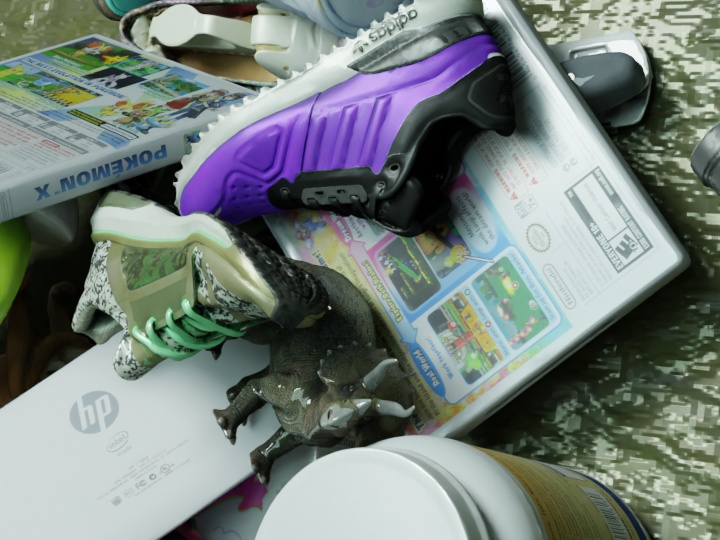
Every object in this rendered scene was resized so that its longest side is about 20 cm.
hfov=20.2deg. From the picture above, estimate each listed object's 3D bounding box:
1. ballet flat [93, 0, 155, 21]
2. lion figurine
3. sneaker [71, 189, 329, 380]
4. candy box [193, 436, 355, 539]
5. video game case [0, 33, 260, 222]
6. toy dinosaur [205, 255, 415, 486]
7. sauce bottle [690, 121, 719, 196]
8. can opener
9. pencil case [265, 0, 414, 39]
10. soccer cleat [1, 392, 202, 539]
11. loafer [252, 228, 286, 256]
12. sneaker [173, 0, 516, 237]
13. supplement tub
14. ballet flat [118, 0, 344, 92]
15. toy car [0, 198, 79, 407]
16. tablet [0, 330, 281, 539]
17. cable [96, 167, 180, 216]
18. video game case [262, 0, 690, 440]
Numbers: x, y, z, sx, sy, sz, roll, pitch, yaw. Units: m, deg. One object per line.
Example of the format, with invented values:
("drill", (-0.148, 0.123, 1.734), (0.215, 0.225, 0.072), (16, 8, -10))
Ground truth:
("ballet flat", (-0.127, -0.251, 1.278), (0.068, 0.068, 0.201), (19, 80, 44))
("lion figurine", (-0.230, 0.077, 1.268), (0.199, 0.072, 0.124), (-22, 67, 34))
("sneaker", (-0.086, 0.020, 1.016), (0.199, 0.077, 0.089), (14, 77, 58))
("candy box", (-0.075, 0.174, 1.140), (0.167, 0.071, 0.202), (-8, 75, 32))
("video game case", (-0.176, -0.084, 1.138), (0.199, 0.181, 0.022), (24, 128, 50))
("toy dinosaur", (-0.027, 0.044, 1.045), (0.102, 0.077, 0.201), (-27, 35, 6))
("sauce bottle", (0.234, 0.005, 0.984), (0.066, 0.066, 0.200), (-47, 60, 15))
("can opener", (0.063, -0.096, 1.113), (0.198, 0.067, 0.054), (-8, 75, 24))
("pencil case", (-0.049, -0.189, 1.134), (0.199, 0.090, 0.084), (26, 92, 49))
("soccer cleat", (-0.144, 0.152, 1.116), (0.200, 0.069, 0.087), (46, 121, 34))
("loafer", (0.000, 0.000, 1.129), (0.199, 0.073, 0.072), (-30, 63, 24))
("sneaker", (-0.006, -0.055, 1.041), (0.199, 0.069, 0.100), (-32, 75, 21))
("supplement tub", (0.049, 0.158, 0.987), (0.143, 0.199, 0.146), (-8, 75, 31))
("ballet flat", (-0.062, -0.136, 1.202), (0.198, 0.071, 0.070), (3, 80, 33))
("toy car", (-0.268, 0.000, 1.166), (0.199, 0.149, 0.176), (-5, 59, 59))
("tablet", (-0.131, 0.093, 1.086), (0.199, 0.014, 0.130), (-34, 54, -16))
("cable", (-0.133, -0.059, 1.175), (0.051, 0.096, 0.200), (-65, 30, 16))
("video game case", (0.048, -0.031, 1.065), (0.182, 0.024, 0.201), (-38, 71, 18))
